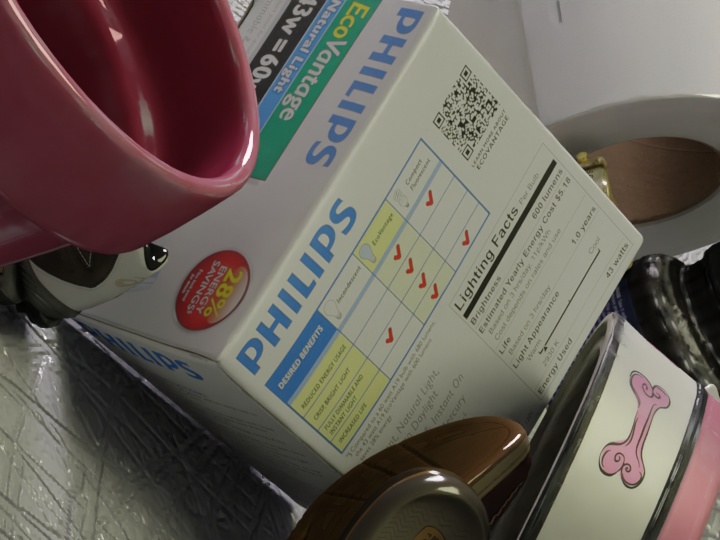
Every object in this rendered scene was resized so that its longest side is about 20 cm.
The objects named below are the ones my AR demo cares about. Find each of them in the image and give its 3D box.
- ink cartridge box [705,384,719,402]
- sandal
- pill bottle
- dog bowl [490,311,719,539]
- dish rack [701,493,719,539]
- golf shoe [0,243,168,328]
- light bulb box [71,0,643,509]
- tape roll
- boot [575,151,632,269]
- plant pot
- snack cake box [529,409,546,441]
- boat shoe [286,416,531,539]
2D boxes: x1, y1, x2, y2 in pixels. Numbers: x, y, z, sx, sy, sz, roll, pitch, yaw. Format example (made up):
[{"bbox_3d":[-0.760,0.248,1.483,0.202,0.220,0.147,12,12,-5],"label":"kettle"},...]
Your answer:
[{"bbox_3d":[0.150,0.130,1.509,0.067,0.116,0.200,40,-17,30],"label":"ink cartridge box"},{"bbox_3d":[-0.001,0.176,1.112,0.082,0.200,0.055,39,-10,-31],"label":"sandal"},{"bbox_3d":[0.160,0.059,1.609,0.112,0.200,0.112,50,23,-30],"label":"pill bottle"},{"bbox_3d":[0.100,0.123,1.205,0.074,0.200,0.200,27,23,1],"label":"dog bowl"},{"bbox_3d":[0.147,0.156,1.389,0.200,0.043,0.172,41,69,-59],"label":"dish rack"},{"bbox_3d":[-0.117,-0.076,1.190,0.078,0.094,0.200,22,62,-56],"label":"golf shoe"},{"bbox_3d":[0.000,0.000,1.269,0.200,0.125,0.198,44,71,-41],"label":"light bulb box"},{"bbox_3d":[0.160,-0.110,1.639,0.203,0.202,0.139,36,40,-51],"label":"tape roll"},{"bbox_3d":[0.064,-0.039,1.530,0.200,0.155,0.073,53,32,-54],"label":"boot"},{"bbox_3d":[-0.165,-0.076,1.018,0.200,0.179,0.200,51,22,-29],"label":"plant pot"},{"bbox_3d":[0.035,0.070,1.487,0.200,0.067,0.115,26,42,-59],"label":"snack cake box"},{"bbox_3d":[0.004,0.144,1.179,0.072,0.200,0.072,14,-41,53],"label":"boat shoe"}]
